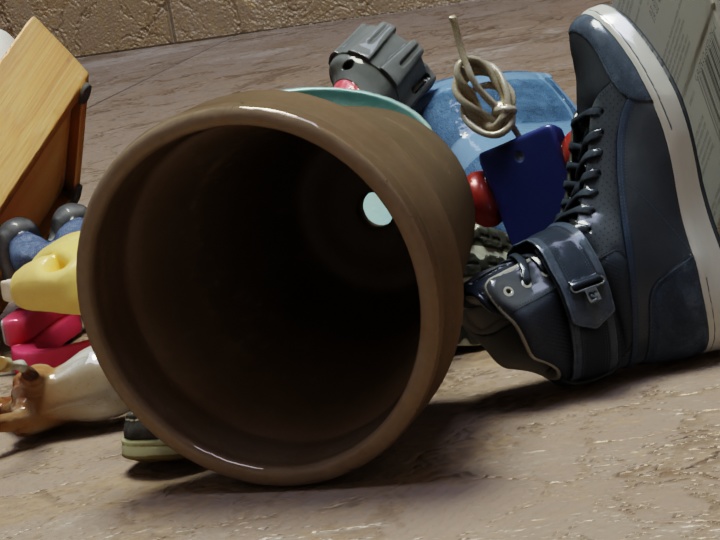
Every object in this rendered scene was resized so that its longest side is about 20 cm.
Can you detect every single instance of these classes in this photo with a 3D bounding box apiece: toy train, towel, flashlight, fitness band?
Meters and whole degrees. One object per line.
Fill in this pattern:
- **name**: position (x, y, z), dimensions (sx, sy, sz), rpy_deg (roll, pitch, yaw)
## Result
- **toy train**: position (0.115, -0.060, 1.562), dimensions (0.084, 0.200, 0.116), rpy_deg (-22, -3, 26)
- **towel**: position (0.115, -0.067, 1.733), dimensions (0.111, 0.049, 0.200), rpy_deg (-6, 37, -22)
- **flashlight**: position (-0.036, -0.086, 1.720), dimensions (0.068, 0.068, 0.200), rpy_deg (9, 46, 39)
- **fitness band**: position (-0.152, 0.033, 1.747), dimensions (0.143, 0.038, 0.200), rpy_deg (-4, 13, 14)

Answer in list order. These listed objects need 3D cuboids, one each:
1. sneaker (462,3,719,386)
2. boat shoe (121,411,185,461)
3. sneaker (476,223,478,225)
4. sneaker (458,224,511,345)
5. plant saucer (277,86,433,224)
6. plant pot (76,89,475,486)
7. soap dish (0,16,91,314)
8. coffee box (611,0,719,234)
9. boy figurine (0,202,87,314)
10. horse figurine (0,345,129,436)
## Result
- **sneaker**: position (0.111, -0.037, 1.448), dimensions (0.146, 0.203, 0.077), rpy_deg (-16, -7, -13)
- **boat shoe**: position (-0.058, 0.052, 1.473), dimensions (0.072, 0.066, 0.201), rpy_deg (2, 16, 44)
- **sneaker**: position (0.000, 0.000, 1.669), dimensions (0.200, 0.075, 0.100), rpy_deg (-21, 17, 44)
- **sneaker**: position (0.018, 0.016, 1.610), dimensions (0.199, 0.077, 0.089), rpy_deg (-5, -5, 0)
- **plant saucer**: position (-0.048, -0.041, 1.588), dimensions (0.199, 0.036, 0.200), rpy_deg (-8, 35, 6)
- **plant pot**: position (-0.022, -0.008, 1.385), dimensions (0.200, 0.201, 0.175), rpy_deg (-5, 14, 24)
- **soap dish**: position (-0.256, -0.053, 1.819), dimensions (0.081, 0.158, 0.200), rpy_deg (22, 49, 8)
- **coffee box**: position (0.287, -0.146, 1.634), dimensions (0.197, 0.200, 0.200), rpy_deg (-11, -26, -11)
- **boy figurine**: position (-0.157, 0.002, 1.659), dimensions (0.124, 0.065, 0.200), rpy_deg (-17, 19, -25)
- **horse figurine**: position (-0.150, 0.057, 1.515), dimensions (0.200, 0.050, 0.133), rpy_deg (-20, -12, 9)
